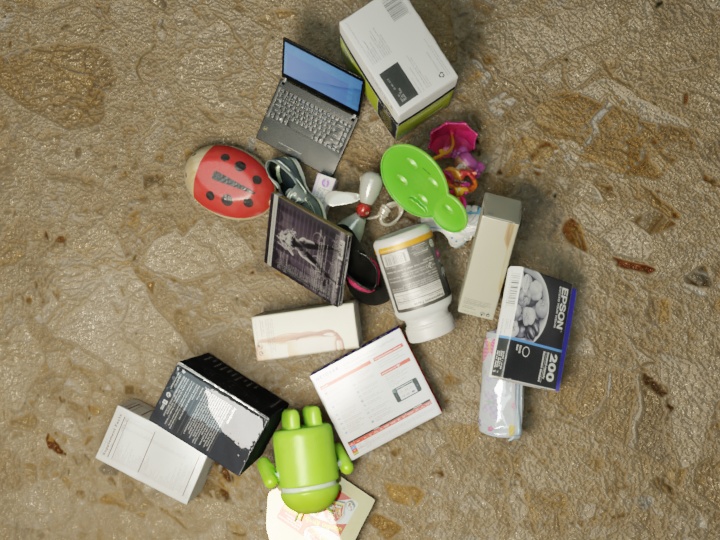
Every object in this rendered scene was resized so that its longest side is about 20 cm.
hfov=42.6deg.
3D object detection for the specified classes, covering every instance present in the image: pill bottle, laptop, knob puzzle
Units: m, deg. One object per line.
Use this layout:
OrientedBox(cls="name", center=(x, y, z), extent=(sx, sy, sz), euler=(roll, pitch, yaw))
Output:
OrientedBox(cls="pill bottle", center=(0.105, 0.024, 1.726), extent=(0.114, 0.116, 0.204), euler=(-18, 96, 5))
OrientedBox(cls="laptop", center=(-0.098, -0.304, 1.748), extent=(0.175, 0.103, 0.203), euler=(28, 102, 7))
OrientedBox(cls="knob puzzle", center=(-0.093, 0.480, 1.768), extent=(0.214, 0.030, 0.225), euler=(0, 76, 1))

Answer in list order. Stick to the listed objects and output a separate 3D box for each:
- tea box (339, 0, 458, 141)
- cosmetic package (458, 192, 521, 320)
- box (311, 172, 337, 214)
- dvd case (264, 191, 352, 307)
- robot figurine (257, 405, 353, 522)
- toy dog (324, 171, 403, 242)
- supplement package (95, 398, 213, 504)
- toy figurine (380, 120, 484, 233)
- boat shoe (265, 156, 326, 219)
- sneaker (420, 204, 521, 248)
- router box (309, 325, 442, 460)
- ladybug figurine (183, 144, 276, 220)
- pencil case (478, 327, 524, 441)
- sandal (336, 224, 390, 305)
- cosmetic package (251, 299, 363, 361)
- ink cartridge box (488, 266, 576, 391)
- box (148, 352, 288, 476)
OrientedBox(cls="tea box", center=(0.066, -0.375, 1.700), extent=(0.132, 0.197, 0.202), euler=(-32, 86, -4))
OrientedBox(cls="cosmetic package", center=(0.235, -0.026, 1.684), extent=(0.070, 0.106, 0.203), euler=(13, 121, 4))
OrientedBox(cls="box", center=(-0.094, -0.086, 1.790), extent=(0.041, 0.039, 0.204), euler=(19, 90, 6))
OrientedBox(cls="dvd case", center=(-0.100, -0.040, 1.708), extent=(0.198, 0.016, 0.151), euler=(29, 125, 31))
OrientedBox(cls="robot figurine", center=(-0.101, 0.357, 1.717), extent=(0.172, 0.115, 0.205), euler=(-7, 85, -21))
OrientedBox(cls="toy dog", center=(-0.024, -0.095, 1.760), extent=(0.201, 0.132, 0.096), euler=(-50, 43, -3))
OrientedBox(cls="supplement package", center=(-0.383, 0.343, 1.771), extent=(0.197, 0.110, 0.116), euler=(26, 91, 5))
OrientedBox(cls="toy figurine", center=(0.166, -0.194, 1.708), extent=(0.199, 0.151, 0.184), euler=(42, 55, 8))
OrientedBox(cls="boat shoe", center=(-0.125, -0.134, 1.747), extent=(0.073, 0.061, 0.202), euler=(-46, 56, 33))
OrientedBox(cls="sneaker", center=(0.206, -0.084, 1.753), extent=(0.196, 0.075, 0.089), euler=(7, 95, 14))
OrientedBox(cls="router box", center=(0.030, 0.232, 1.757), extent=(0.197, 0.049, 0.182), euler=(-27, 91, 4))
OrientedBox(cls="ladybug figurine", center=(-0.255, -0.172, 1.792), extent=(0.196, 0.072, 0.138), euler=(20, 90, 6))
OrientedBox(cls="pencil case", center=(0.271, 0.210, 1.724), extent=(0.089, 0.083, 0.205), euler=(6, 90, 33))
OrientedBox(cls="sandal", center=(0.000, 0.000, 1.724), extent=(0.075, 0.045, 0.201), euler=(-41, 126, -8))
OrientedBox(cls="cosmetic package", center=(-0.099, 0.113, 1.755), extent=(0.195, 0.103, 0.089), euler=(-9, 90, 7))
OrientedBox(cls="ink cartridge box", center=(0.328, 0.111, 1.676), extent=(0.197, 0.043, 0.203), euler=(15, 84, -38))
OrientedBox(cls="box", center=(-0.257, 0.261, 1.716), extent=(0.194, 0.200, 0.126), euler=(29, 92, 6))
